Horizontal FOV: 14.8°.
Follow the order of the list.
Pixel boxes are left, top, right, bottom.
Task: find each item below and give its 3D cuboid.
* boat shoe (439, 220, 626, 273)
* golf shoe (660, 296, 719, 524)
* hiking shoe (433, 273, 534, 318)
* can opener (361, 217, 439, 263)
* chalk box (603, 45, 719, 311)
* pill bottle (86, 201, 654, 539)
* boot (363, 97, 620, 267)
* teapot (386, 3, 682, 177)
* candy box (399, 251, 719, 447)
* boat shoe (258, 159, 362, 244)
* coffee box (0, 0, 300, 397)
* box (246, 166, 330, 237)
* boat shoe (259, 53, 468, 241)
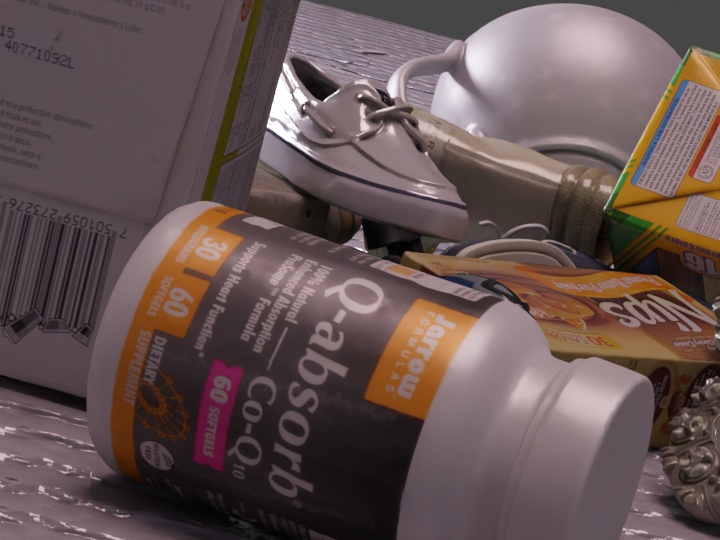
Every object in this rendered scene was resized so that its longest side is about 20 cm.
[{"bbox_3d":[0.100,0.014,1.536,0.199,0.075,0.062,6,15,-47],"label":"boat shoe"},{"bbox_3d":[0.208,0.080,1.350,0.078,0.098,0.200,-18,20,30],"label":"golf shoe"},{"bbox_3d":[0.039,0.044,1.288,0.086,0.075,0.200,11,11,-26],"label":"hiking shoe"},{"bbox_3d":[0.000,0.000,1.499,0.052,0.067,0.200,-14,7,14],"label":"can opener"},{"bbox_3d":[0.229,-0.016,1.633,0.123,0.125,0.200,21,-24,19],"label":"chalk box"},{"bbox_3d":[0.004,0.054,1.070,0.199,0.117,0.116,18,11,19],"label":"pill bottle"},{"bbox_3d":[0.082,-0.033,1.662,0.154,0.072,0.200,17,-14,8],"label":"boot"},{"bbox_3d":[0.132,-0.070,1.832,0.199,0.198,0.147,-4,45,12],"label":"teapot"},{"bbox_3d":[0.118,0.043,1.433,0.199,0.056,0.115,6,22,-43],"label":"candy box"},{"bbox_3d":[-0.077,-0.055,1.616,0.063,0.074,0.200,-6,20,-34],"label":"boat shoe"},{"bbox_3d":[-0.152,-0.072,1.272,0.199,0.201,0.198,16,10,5],"label":"coffee box"},{"bbox_3d":[-0.108,-0.038,1.530,0.082,0.069,0.200,8,12,-37],"label":"box"},{"bbox_3d":[-0.003,-0.070,1.488,0.073,0.066,0.200,13,11,-38],"label":"boat shoe"}]
